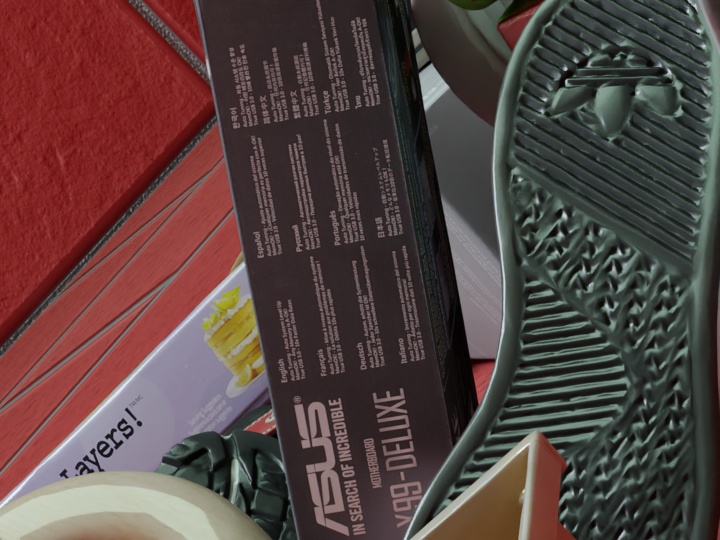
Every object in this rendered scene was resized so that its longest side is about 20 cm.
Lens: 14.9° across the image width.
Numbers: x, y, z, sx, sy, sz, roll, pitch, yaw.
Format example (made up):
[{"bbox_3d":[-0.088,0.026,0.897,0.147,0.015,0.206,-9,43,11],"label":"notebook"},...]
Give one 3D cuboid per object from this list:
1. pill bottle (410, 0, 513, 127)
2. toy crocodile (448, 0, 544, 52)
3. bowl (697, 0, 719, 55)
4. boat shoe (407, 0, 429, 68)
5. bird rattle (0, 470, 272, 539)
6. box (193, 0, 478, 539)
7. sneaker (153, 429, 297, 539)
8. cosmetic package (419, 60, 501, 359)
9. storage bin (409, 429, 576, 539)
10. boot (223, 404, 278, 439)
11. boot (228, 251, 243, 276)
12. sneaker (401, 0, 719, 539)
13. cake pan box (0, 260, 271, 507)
[{"bbox_3d":[0.100,-0.122,0.797,0.200,0.112,0.112,-46,4,45],"label":"pill bottle"},{"bbox_3d":[0.066,-0.064,0.736,0.067,0.200,0.062,-31,15,37],"label":"toy crocodile"},{"bbox_3d":[0.133,-0.083,0.623,0.105,0.201,0.201,-22,14,14],"label":"bowl"},{"bbox_3d":[0.011,-0.104,0.976,0.200,0.062,0.075,-36,11,47],"label":"boat shoe"},{"bbox_3d":[-0.089,0.121,0.767,0.163,0.113,0.200,-21,47,9],"label":"bird rattle"},{"bbox_3d":[0.000,0.000,0.788,0.050,0.201,0.158,-9,13,5],"label":"box"},{"bbox_3d":[-0.065,0.149,0.836,0.200,0.074,0.079,-57,-28,-19],"label":"sneaker"},{"bbox_3d":[0.049,-0.030,0.997,0.090,0.107,0.200,-44,9,-7],"label":"cosmetic package"},{"bbox_3d":[-0.018,0.153,0.426,0.200,0.094,0.199,-42,8,16],"label":"storage bin"},{"bbox_3d":[-0.059,0.088,0.964,0.144,0.072,0.200,-43,-9,-7],"label":"boot"},{"bbox_3d":[0.029,-0.051,1.328,0.200,0.073,0.156,-40,9,18],"label":"boot"},{"bbox_3d":[0.064,0.043,0.644,0.121,0.083,0.201,36,-117,-60],"label":"sneaker"},{"bbox_3d":[-0.070,0.070,1.144,0.184,0.052,0.200,-43,-7,9],"label":"cake pan box"}]
